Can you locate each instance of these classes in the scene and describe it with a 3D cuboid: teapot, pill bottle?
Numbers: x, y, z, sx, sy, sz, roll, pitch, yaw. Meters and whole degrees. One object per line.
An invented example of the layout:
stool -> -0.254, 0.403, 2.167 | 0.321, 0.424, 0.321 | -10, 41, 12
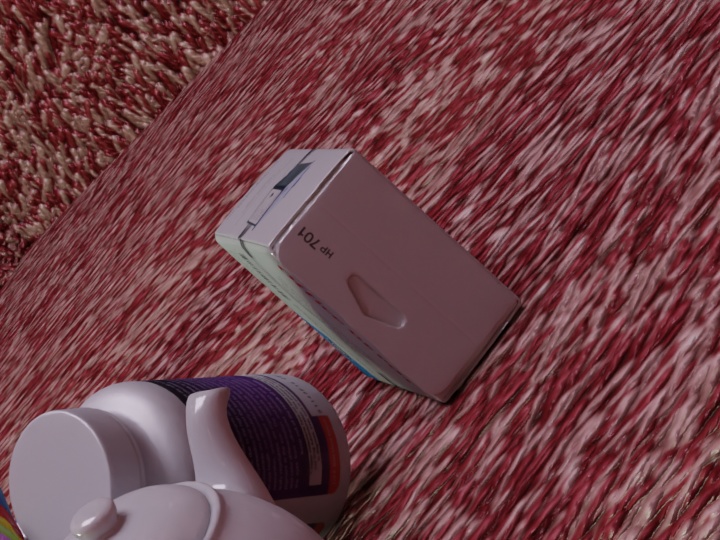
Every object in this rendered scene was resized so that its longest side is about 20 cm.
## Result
teapot -> -0.103, 0.182, 1.274 | 0.197, 0.146, 0.200 | -36, 23, -4
pill bottle -> -0.106, 0.119, 1.443 | 0.111, 0.112, 0.199 | -44, -25, 29

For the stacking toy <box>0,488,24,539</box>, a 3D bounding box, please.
stacking toy -> -0.216, 0.172, 1.351 | 0.115, 0.111, 0.200 | -22, 6, -23

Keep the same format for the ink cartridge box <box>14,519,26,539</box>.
ink cartridge box -> -0.199, 0.238, 1.533 | 0.197, 0.047, 0.201 | -31, 37, 13

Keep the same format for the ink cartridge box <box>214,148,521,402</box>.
ink cartridge box -> 0.000, 0.000, 1.555 | 0.086, 0.146, 0.200 | -50, 12, -8
